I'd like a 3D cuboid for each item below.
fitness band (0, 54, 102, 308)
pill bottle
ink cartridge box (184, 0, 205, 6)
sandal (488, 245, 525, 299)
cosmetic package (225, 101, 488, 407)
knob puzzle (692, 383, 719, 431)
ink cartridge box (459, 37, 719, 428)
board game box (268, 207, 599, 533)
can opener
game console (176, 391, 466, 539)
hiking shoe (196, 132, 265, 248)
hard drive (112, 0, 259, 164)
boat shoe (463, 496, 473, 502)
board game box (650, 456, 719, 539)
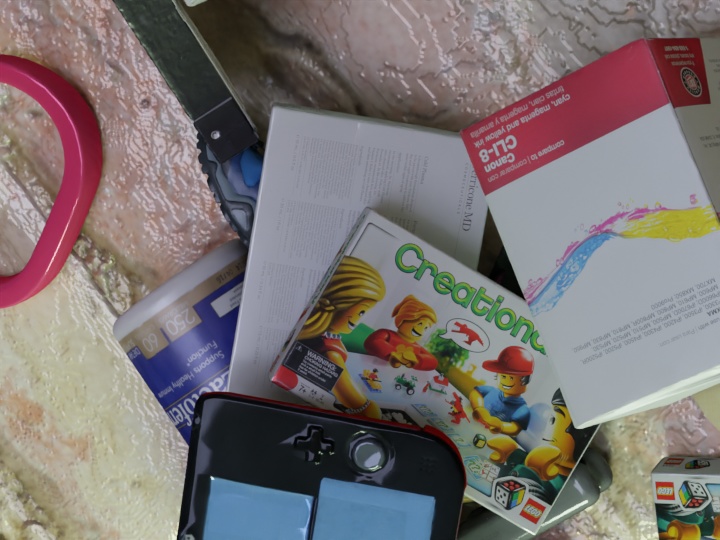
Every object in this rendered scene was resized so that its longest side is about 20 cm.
[{"bbox_3d":[-0.266,-0.065,1.817,0.143,0.037,0.200,33,120,11],"label":"fitness band"},{"bbox_3d":[-0.073,0.088,1.721,0.116,0.116,0.200,-35,90,32],"label":"pill bottle"},{"bbox_3d":[-0.083,-0.299,1.575,0.146,0.147,0.200,-34,91,31],"label":"ink cartridge box"},{"bbox_3d":[0.097,0.039,1.656,0.075,0.048,0.201,27,117,17],"label":"sandal"},{"bbox_3d":[0.000,0.000,1.631,0.150,0.052,0.201,10,97,-1],"label":"cosmetic package"},{"bbox_3d":[0.284,0.036,1.557,0.219,0.030,0.221,3,95,30],"label":"knob puzzle"},{"bbox_3d":[0.183,-0.023,1.511,0.144,0.145,0.201,-26,80,30],"label":"ink cartridge box"},{"bbox_3d":[0.058,0.064,1.590,0.200,0.035,0.127,30,91,-6],"label":"board game box"},{"bbox_3d":[0.078,0.166,1.707,0.200,0.053,0.067,-33,91,31],"label":"can opener"},{"bbox_3d":[-0.030,0.182,1.575,0.176,0.031,0.201,9,107,0],"label":"game console"},{"bbox_3d":[-0.032,-0.032,1.697,0.087,0.074,0.200,-36,90,10],"label":"hiking shoe"},{"bbox_3d":[-0.142,-0.177,1.617,0.038,0.140,0.200,-34,122,-1],"label":"hard drive"},{"bbox_3d":[0.001,0.124,1.644,0.200,0.073,0.063,2,81,-8],"label":"boat shoe"},{"bbox_3d":[0.293,0.187,1.614,0.199,0.035,0.127,-1,107,27],"label":"board game box"}]
